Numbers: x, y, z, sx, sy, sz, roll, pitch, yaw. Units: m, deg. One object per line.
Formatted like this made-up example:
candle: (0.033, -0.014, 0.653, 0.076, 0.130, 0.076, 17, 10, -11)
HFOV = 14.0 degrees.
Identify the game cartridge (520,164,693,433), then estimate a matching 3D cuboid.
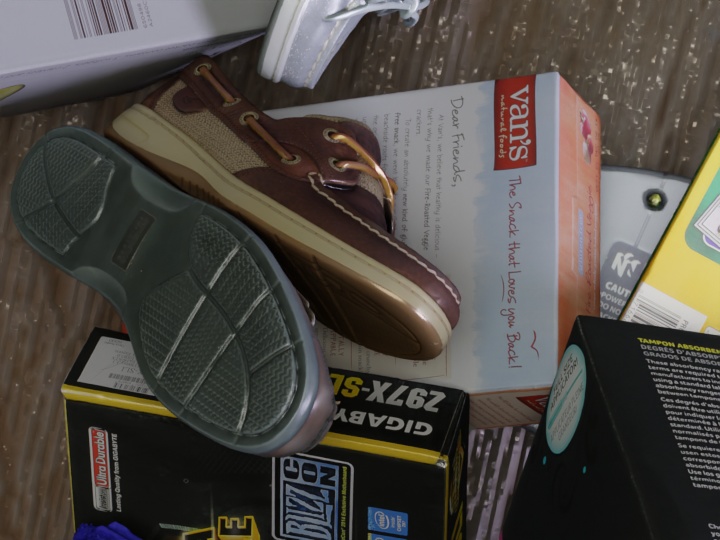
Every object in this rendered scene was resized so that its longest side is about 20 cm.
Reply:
game cartridge: (0.161, 0.037, 1.262, 0.199, 0.041, 0.134, 25, 95, 5)

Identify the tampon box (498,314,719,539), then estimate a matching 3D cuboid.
tampon box: (0.134, 0.139, 1.094, 0.126, 0.200, 0.150, 8, 122, -15)

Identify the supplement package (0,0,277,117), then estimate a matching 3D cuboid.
supplement package: (-0.152, -0.147, 1.199, 0.111, 0.199, 0.157, -18, 88, 46)

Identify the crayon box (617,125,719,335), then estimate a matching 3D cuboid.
crayon box: (0.194, -0.018, 1.213, 0.118, 0.058, 0.201, 28, 92, 5)

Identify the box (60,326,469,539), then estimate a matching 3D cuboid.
box: (-0.037, 0.124, 1.211, 0.159, 0.049, 0.201, 9, 129, 10)

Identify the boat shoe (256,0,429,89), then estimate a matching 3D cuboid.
boat shoe: (0.031, -0.152, 1.197, 0.065, 0.074, 0.202, 37, 83, 1)

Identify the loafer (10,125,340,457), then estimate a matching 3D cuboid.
loafer: (-0.062, 0.008, 1.146, 0.072, 0.063, 0.200, -54, 49, 8)

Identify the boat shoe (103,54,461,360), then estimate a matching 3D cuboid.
boat shoe: (-0.021, -0.033, 1.167, 0.072, 0.072, 0.200, -46, 43, -11)

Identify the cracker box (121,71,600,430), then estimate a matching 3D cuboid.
cracker box: (0.000, 0.000, 1.221, 0.199, 0.058, 0.135, -6, 70, 24)

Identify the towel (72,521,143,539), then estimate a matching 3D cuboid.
towel: (-0.048, 0.190, 1.137, 0.199, 0.148, 0.050, 27, 134, -2)
